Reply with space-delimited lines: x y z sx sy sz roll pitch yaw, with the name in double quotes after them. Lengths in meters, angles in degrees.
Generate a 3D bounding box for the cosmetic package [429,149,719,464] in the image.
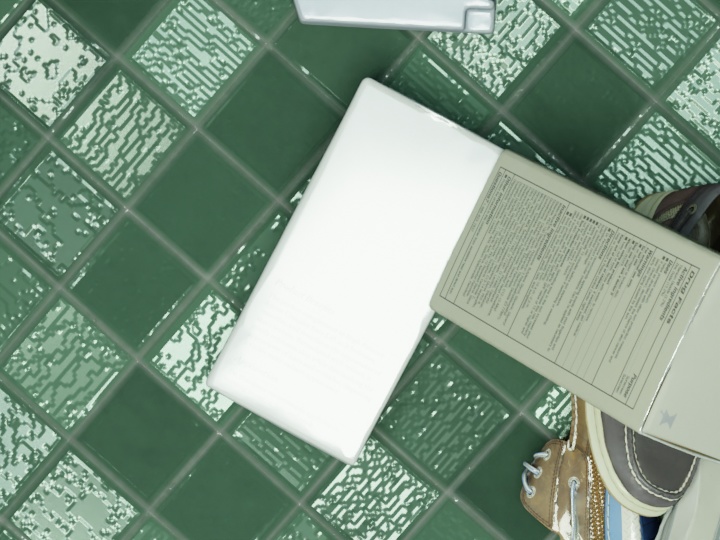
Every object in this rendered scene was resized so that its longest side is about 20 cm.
0.135 0.017 1.604 0.073 0.200 0.104 22 96 -39 "cosmetic package"

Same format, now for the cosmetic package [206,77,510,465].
0.000 0.000 1.704 0.101 0.074 0.201 29 91 0 "cosmetic package"

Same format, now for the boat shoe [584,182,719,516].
0.176 0.038 1.660 0.072 0.065 0.201 26 59 -23 "boat shoe"

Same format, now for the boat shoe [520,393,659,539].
0.129 0.126 1.704 0.072 0.072 0.201 -9 83 17 "boat shoe"

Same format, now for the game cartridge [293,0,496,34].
0.017 -0.240 1.711 0.133 0.040 0.201 4 92 -2 "game cartridge"

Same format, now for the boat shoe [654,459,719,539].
0.195 0.156 1.668 0.072 0.200 0.069 34 133 -12 "boat shoe"
